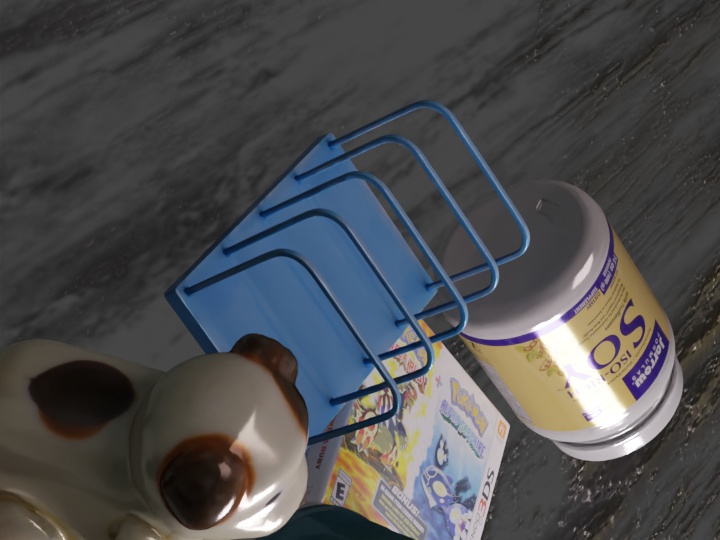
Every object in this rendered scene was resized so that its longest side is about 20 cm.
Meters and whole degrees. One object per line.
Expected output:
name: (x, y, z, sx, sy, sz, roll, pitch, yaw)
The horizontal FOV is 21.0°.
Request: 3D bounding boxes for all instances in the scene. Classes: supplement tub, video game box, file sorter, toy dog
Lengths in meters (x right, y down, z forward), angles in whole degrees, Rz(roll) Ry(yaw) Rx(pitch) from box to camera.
supplement tub: (0.159, 0.042, 1.518, 0.200, 0.145, 0.146, 52, 46, -39)
video game box: (0.030, 0.138, 1.402, 0.200, 0.047, 0.183, 49, 45, -42)
file sorter: (0.000, 0.000, 1.266, 0.139, 0.122, 0.200, 55, 46, -13)
toy dog: (-0.114, 0.092, 1.049, 0.140, 0.199, 0.195, -53, 129, -46)

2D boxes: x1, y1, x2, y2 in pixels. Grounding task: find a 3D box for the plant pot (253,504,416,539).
plant pot: (0.030, 0.263, 1.221, 0.199, 0.187, 0.202, -10, 103, -48)
